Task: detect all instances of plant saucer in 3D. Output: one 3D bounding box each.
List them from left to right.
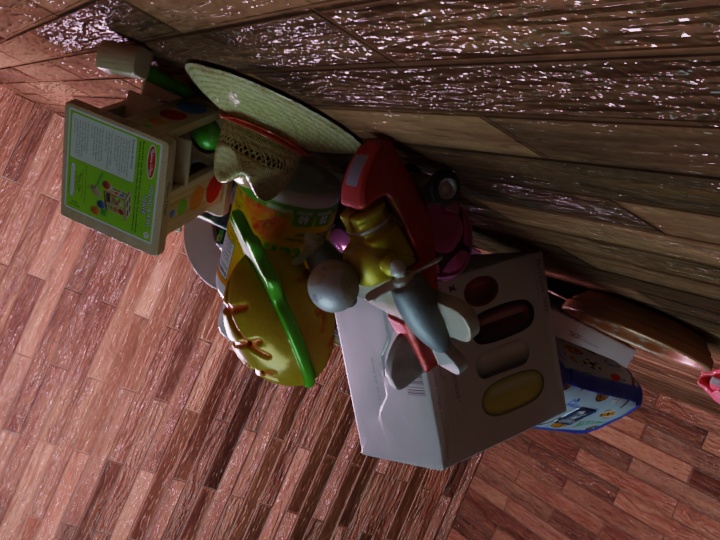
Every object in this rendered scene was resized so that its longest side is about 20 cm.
[{"bbox_3d":[0.358,0.073,1.135,0.198,0.038,0.200,24,178,1],"label":"plant saucer"}]

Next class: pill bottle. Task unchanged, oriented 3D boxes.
[{"bbox_3d":[-0.097,-0.017,0.973,0.110,0.202,0.111,14,-154,-7],"label":"pill bottle"}]

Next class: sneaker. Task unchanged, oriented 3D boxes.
[{"bbox_3d":[0.547,0.183,1.267,0.086,0.074,0.200,25,179,-2],"label":"sneaker"}]

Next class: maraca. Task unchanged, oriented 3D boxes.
[{"bbox_3d":[-0.084,0.031,0.855,0.137,0.106,0.201,49,161,46],"label":"maraca"}]

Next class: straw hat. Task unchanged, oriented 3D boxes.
[{"bbox_3d":[-0.097,-0.114,0.842,0.199,0.086,0.201,25,179,1],"label":"straw hat"}]

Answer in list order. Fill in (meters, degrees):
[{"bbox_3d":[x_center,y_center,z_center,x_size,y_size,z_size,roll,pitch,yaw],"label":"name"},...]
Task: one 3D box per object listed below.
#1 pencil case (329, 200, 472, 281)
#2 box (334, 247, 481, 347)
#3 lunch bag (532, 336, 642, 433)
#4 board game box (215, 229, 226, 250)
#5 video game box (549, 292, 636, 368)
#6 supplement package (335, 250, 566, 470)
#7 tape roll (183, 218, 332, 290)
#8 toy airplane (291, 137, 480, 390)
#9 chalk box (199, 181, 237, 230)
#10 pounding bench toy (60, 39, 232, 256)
[{"bbox_3d":[0.039,-0.048,0.939,0.090,0.095,0.199,23,177,-32],"label":"pencil case"},{"bbox_3d":[0.049,0.025,1.223,0.175,0.202,0.096,26,177,-43],"label":"box"},{"bbox_3d":[0.237,0.142,1.143,0.169,0.125,0.199,16,172,-37],"label":"lunch bag"},{"bbox_3d":[-0.071,-0.001,1.083,0.198,0.024,0.105,12,162,14],"label":"board game box"},{"bbox_3d":[0.281,0.065,1.305,0.199,0.047,0.182,25,-167,-20],"label":"video game box"},{"bbox_3d":[0.101,0.091,0.987,0.199,0.193,0.146,-15,-173,-36],"label":"supplement package"},{"bbox_3d":[-0.128,-0.054,1.242,0.201,0.204,0.139,23,179,24],"label":"tape roll"},{"bbox_3d":[0.019,0.013,0.772,0.140,0.200,0.201,-15,153,-26],"label":"toy airplane"},{"bbox_3d":[-0.177,-0.122,1.083,0.199,0.126,0.124,25,179,15],"label":"chalk box"},{"bbox_3d":[-0.208,-0.149,0.922,0.123,0.202,0.156,22,-150,16],"label":"pounding bench toy"}]
